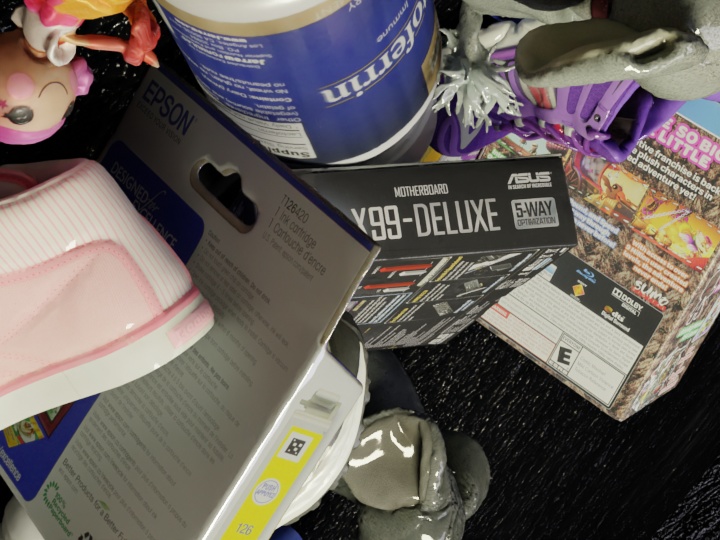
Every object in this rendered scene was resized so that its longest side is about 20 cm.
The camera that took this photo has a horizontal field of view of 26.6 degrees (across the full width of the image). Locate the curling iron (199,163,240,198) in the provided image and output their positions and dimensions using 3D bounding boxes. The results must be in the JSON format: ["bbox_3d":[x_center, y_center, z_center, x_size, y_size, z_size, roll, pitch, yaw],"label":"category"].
[{"bbox_3d":[-0.051,-0.072,0.798,0.200,0.050,0.026,-42,112,-17],"label":"curling iron"}]

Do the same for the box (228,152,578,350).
[{"bbox_3d":[0.000,0.000,0.790,0.157,0.050,0.200,-5,165,-17],"label":"box"}]

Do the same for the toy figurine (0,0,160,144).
[{"bbox_3d":[-0.121,-0.094,0.531,0.200,0.150,0.184,-19,151,-55],"label":"toy figurine"}]

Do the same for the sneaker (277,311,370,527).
[{"bbox_3d":[-0.072,0.096,0.730,0.200,0.074,0.079,-49,132,2],"label":"sneaker"}]

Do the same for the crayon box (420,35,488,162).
[{"bbox_3d":[0.047,-0.081,0.943,0.200,0.058,0.119,-17,137,-55],"label":"crayon box"}]

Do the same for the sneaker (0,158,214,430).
[{"bbox_3d":[-0.164,0.014,0.640,0.200,0.105,0.075,-22,-164,29],"label":"sneaker"}]

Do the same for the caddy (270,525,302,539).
[{"bbox_3d":[-0.076,0.287,1.122,0.105,0.141,0.200,-29,146,-50],"label":"caddy"}]

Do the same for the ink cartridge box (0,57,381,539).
[{"bbox_3d":[-0.085,0.034,0.675,0.047,0.198,0.200,27,101,-45],"label":"ink cartridge box"}]

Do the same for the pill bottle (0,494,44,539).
[{"bbox_3d":[-0.189,0.209,0.832,0.200,0.112,0.112,-59,157,13],"label":"pill bottle"}]

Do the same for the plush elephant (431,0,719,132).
[{"bbox_3d":[0.112,-0.136,0.627,0.165,0.155,0.200,-21,125,-52],"label":"plush elephant"}]

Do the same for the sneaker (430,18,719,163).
[{"bbox_3d":[0.102,-0.088,0.768,0.081,0.084,0.200,-2,170,-41],"label":"sneaker"}]

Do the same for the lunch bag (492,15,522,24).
[{"bbox_3d":[0.084,-0.208,0.774,0.151,0.094,0.200,-60,160,10],"label":"lunch bag"}]

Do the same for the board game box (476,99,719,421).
[{"bbox_3d":[0.158,-0.040,0.934,0.097,0.159,0.200,-17,138,-57],"label":"board game box"}]

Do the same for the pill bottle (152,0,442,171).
[{"bbox_3d":[-0.025,-0.115,0.685,0.116,0.116,0.200,-49,157,-10],"label":"pill bottle"}]

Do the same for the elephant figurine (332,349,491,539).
[{"bbox_3d":[0.024,0.145,1.034,0.141,0.200,0.155,-28,146,-45],"label":"elephant figurine"}]
